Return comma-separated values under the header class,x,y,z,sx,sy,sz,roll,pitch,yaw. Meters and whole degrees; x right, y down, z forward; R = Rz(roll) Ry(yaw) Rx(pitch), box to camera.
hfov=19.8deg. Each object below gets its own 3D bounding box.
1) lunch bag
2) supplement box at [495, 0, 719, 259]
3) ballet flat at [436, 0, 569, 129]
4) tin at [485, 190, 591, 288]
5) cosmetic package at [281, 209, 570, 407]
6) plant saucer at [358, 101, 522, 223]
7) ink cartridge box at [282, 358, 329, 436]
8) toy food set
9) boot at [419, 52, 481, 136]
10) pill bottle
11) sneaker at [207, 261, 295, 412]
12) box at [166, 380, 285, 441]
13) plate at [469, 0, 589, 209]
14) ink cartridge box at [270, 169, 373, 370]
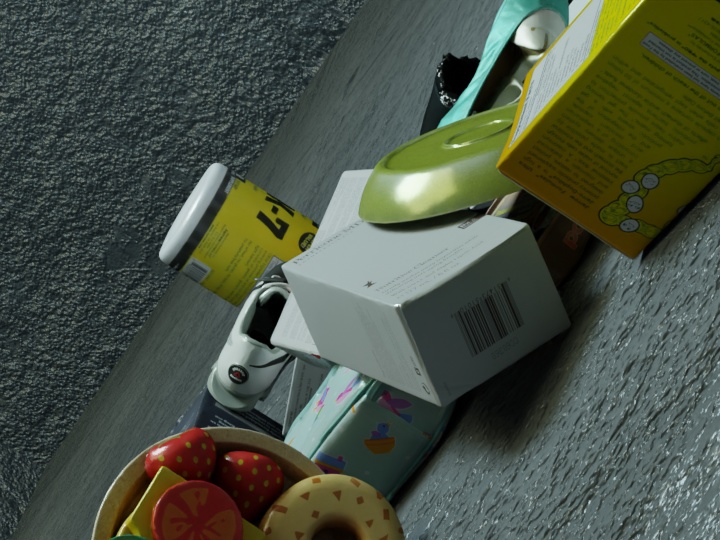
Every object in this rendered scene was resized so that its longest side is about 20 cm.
class,x,y,z,sx,sy,sz,roll,pitch,yaw
lunch bag,0.003,0.111,1.553,0.200,0.077,0.161,-53,12,26
supplement box,0.187,-0.123,1.245,0.200,0.109,0.109,-49,12,41
ballet flat,0.126,-0.153,1.651,0.070,0.067,0.201,18,76,55
tin,0.125,-0.028,1.490,0.113,0.042,0.200,-64,10,-10
cosmetic package,0.040,0.017,1.396,0.112,0.082,0.200,-31,20,-19
plant saucer,0.088,-0.084,1.455,0.199,0.031,0.200,-19,12,4
ink cartridge box,-0.023,0.026,1.863,0.174,0.043,0.201,-77,-2,-60
toy food set,-0.079,0.195,1.337,0.199,0.199,0.049,-60,7,-31
boot,0.066,-0.082,1.751,0.199,0.073,0.163,-66,-5,-60
pill bottle,-0.089,-0.009,2.046,0.115,0.199,0.114,-56,10,15
sneaker,-0.073,0.040,1.898,0.089,0.074,0.200,-63,2,37
box,-0.151,0.239,1.830,0.197,0.117,0.200,-55,9,21
plate,0.169,-0.160,1.698,0.200,0.032,0.201,-51,12,38
ink cartridge box,0.000,0.000,1.640,0.162,0.050,0.200,-66,18,-5
